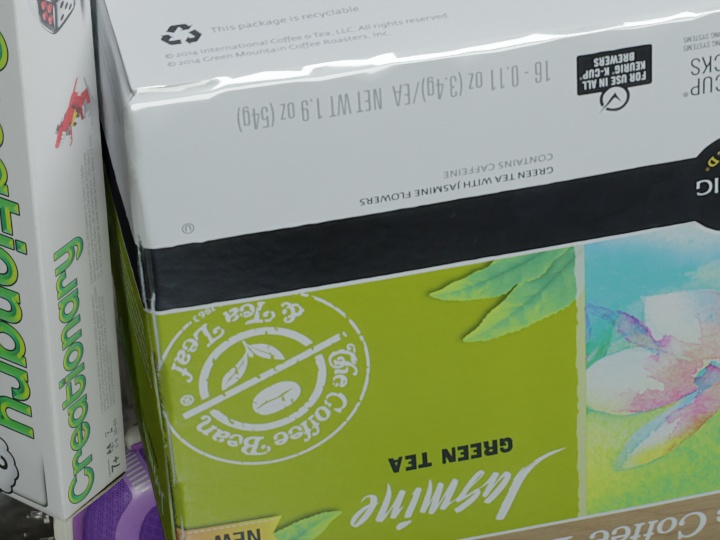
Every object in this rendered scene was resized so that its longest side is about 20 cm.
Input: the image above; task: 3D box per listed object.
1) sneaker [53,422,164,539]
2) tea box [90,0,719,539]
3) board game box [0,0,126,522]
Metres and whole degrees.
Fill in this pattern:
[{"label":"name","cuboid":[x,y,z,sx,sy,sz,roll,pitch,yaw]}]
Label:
[{"label":"sneaker","cuboid":[-0.040,0.136,0.982,0.081,0.083,0.200,-27,121,-11]},{"label":"tea box","cuboid":[0.026,-0.019,0.850,0.200,0.134,0.197,-10,127,-7]},{"label":"board game box","cuboid":[-0.131,-0.033,0.833,0.035,0.126,0.200,-40,140,-42]}]
